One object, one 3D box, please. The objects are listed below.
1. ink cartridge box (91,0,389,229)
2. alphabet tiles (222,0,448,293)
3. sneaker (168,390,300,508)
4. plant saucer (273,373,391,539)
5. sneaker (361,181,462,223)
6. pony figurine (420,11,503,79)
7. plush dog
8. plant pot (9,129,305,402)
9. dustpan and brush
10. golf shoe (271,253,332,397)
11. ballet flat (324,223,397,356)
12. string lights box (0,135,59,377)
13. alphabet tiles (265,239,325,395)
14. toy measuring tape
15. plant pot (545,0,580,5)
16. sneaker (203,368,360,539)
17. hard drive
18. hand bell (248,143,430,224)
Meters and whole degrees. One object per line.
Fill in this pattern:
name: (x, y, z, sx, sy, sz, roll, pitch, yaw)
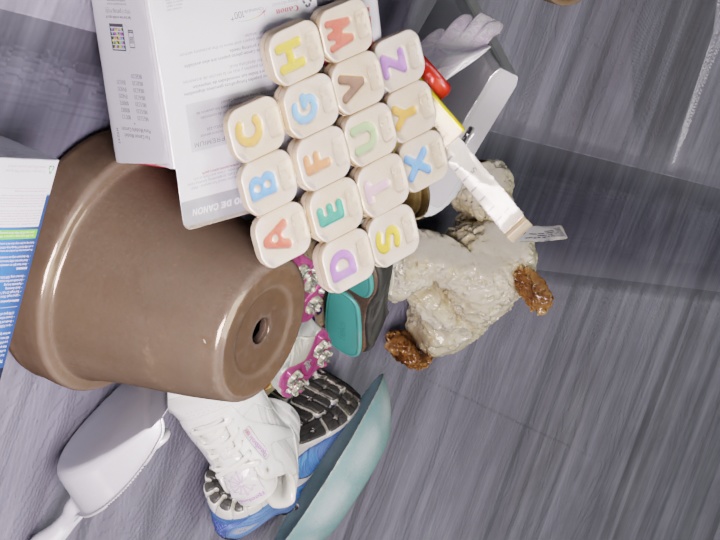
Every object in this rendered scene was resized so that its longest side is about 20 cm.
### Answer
ink cartridge box: (-0.083, -0.138, 1.586, 0.200, 0.084, 0.176, -16, 106, -34)
alphabet tiles: (-0.012, -0.091, 1.578, 0.195, 0.015, 0.201, -27, 113, -37)
sneaker: (-0.101, 0.137, 1.819, 0.200, 0.075, 0.100, 40, 36, -53)
plant saucer: (-0.018, 0.190, 2.003, 0.201, 0.039, 0.201, -58, -178, 3)
sneaker: (0.028, -0.086, 1.944, 0.200, 0.080, 0.087, -46, 144, -38)
pony figurine: (-0.001, -0.165, 1.782, 0.193, 0.166, 0.200, -43, 159, -25)
plush dog: (0.101, 0.015, 2.106, 0.200, 0.160, 0.172, -46, 172, -32)
plant pot: (-0.139, 0.014, 1.613, 0.200, 0.174, 0.201, -42, 143, -42)
dustpan and brush: (-0.209, 0.162, 1.699, 0.200, 0.140, 0.057, -39, 109, 9)
golf shoe: (-0.077, 0.029, 1.748, 0.075, 0.091, 0.200, -42, 157, -20)
ballet flat: (0.000, 0.000, 1.851, 0.068, 0.068, 0.200, -50, 165, -24)
string lights box: (-0.281, 0.010, 1.478, 0.103, 0.059, 0.201, -1, 111, -60)
alphabet tiles: (-0.087, 0.050, 1.862, 0.200, 0.006, 0.167, -40, 144, -18)
toy measuring tape: (0.060, -0.106, 1.687, 0.074, 0.200, 0.074, -41, -172, 7)
plant pot: (0.177, -0.353, 1.998, 0.201, 0.092, 0.201, -42, 144, -40)
sneaker: (-0.075, 0.168, 1.969, 0.200, 0.078, 0.089, -43, 159, -34)
hard drive: (0.073, -0.154, 1.856, 0.026, 0.200, 0.132, 23, 112, -21)
hand bell: (-0.053, -0.044, 1.747, 0.104, 0.200, 0.104, 41, 33, -34)
